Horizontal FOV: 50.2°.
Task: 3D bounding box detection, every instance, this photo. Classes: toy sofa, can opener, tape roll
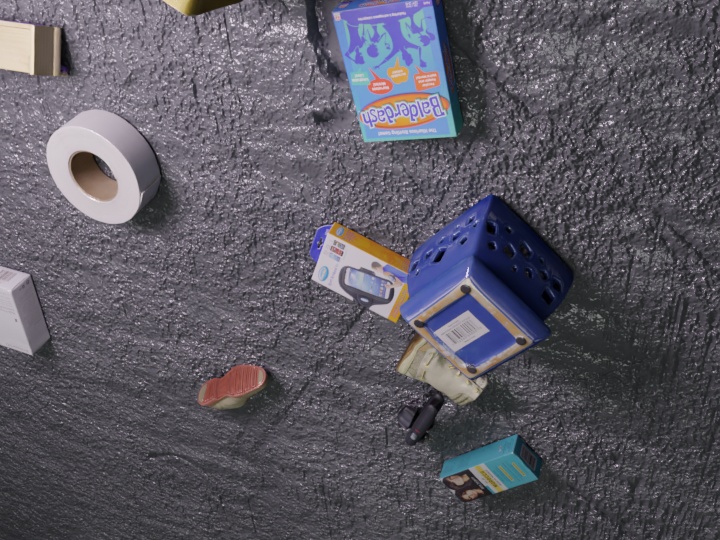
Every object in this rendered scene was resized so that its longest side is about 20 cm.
[{"bbox_3d":[-0.605,-0.388,1.323,0.197,0.097,0.084,12,105,17],"label":"toy sofa"},{"bbox_3d":[0.118,0.289,1.477,0.078,0.064,0.200,26,153,0],"label":"can opener"},{"bbox_3d":[-0.470,-0.188,1.409,0.200,0.071,0.204,13,129,16],"label":"tape roll"}]

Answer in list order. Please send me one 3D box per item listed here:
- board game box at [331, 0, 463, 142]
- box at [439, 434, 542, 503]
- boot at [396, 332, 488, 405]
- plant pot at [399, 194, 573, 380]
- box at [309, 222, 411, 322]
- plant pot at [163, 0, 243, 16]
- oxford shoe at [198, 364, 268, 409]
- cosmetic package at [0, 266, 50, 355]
[{"bbox_3d":[0.056,-0.286,1.097,0.150,0.045,0.202,0,126,25],"label":"board game box"},{"bbox_3d":[0.257,0.398,1.531,0.082,0.049,0.199,45,131,-13],"label":"box"},{"bbox_3d":[0.165,0.156,1.373,0.154,0.072,0.201,31,138,1],"label":"boot"},{"bbox_3d":[0.187,0.039,1.198,0.200,0.181,0.200,42,131,-11],"label":"plant pot"},{"bbox_3d":[0.000,0.000,1.352,0.198,0.042,0.120,25,132,3],"label":"box"},{"bbox_3d":[-0.226,-0.481,0.992,0.194,0.195,0.201,32,118,-1],"label":"plant pot"},{"bbox_3d":[-0.264,0.257,1.674,0.198,0.072,0.074,-20,141,35],"label":"oxford shoe"},{"bbox_3d":[-0.805,0.094,1.789,0.100,0.074,0.202,13,129,16],"label":"cosmetic package"}]
